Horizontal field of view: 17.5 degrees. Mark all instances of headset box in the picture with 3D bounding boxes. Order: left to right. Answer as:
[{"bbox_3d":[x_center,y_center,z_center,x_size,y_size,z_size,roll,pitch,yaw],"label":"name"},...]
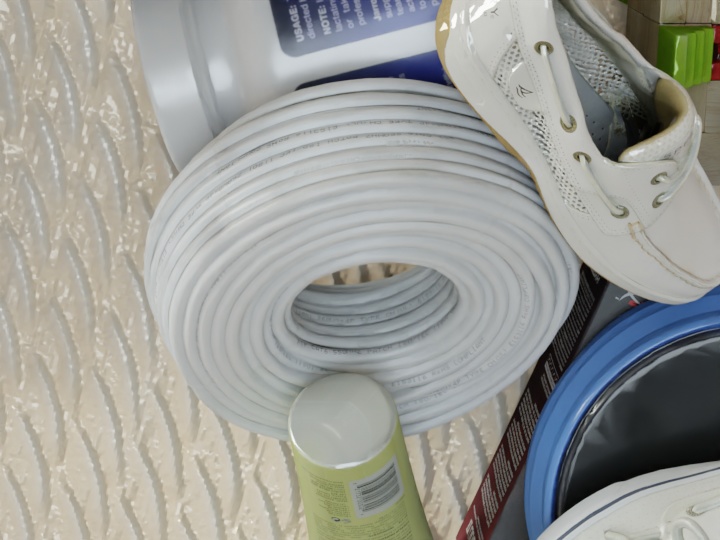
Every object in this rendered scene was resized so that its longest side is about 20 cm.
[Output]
[{"bbox_3d":[0.145,0.104,1.156,0.148,0.077,0.201,23,102,-6],"label":"headset box"}]

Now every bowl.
[{"bbox_3d":[0.177,0.106,1.098,0.199,0.039,0.202,0,105,-1],"label":"bowl"}]

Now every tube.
[{"bbox_3d":[0.002,0.122,1.133,0.058,0.201,0.052,28,64,25],"label":"tube"}]

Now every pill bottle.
[{"bbox_3d":[0.002,-0.111,1.078,0.198,0.116,0.117,-14,105,3],"label":"pill bottle"}]

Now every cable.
[{"bbox_3d":[0.000,0.000,1.067,0.199,0.070,0.200,-30,139,24],"label":"cable"}]

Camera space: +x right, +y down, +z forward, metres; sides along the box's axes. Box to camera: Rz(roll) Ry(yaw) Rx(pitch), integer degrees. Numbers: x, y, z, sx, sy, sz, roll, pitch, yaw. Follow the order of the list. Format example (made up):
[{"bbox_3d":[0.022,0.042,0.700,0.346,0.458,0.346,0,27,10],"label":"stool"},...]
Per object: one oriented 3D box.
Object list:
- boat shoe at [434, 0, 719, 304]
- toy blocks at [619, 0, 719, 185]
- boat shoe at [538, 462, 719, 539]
[{"bbox_3d":[0.113,-0.054,1.005,0.069,0.071,0.200,-8,139,43],"label":"boat shoe"},{"bbox_3d":[0.196,-0.119,1.096,0.136,0.100,0.202,-1,106,-11],"label":"toy blocks"},{"bbox_3d":[0.165,0.130,1.031,0.201,0.086,0.075,-17,105,3],"label":"boat shoe"}]
